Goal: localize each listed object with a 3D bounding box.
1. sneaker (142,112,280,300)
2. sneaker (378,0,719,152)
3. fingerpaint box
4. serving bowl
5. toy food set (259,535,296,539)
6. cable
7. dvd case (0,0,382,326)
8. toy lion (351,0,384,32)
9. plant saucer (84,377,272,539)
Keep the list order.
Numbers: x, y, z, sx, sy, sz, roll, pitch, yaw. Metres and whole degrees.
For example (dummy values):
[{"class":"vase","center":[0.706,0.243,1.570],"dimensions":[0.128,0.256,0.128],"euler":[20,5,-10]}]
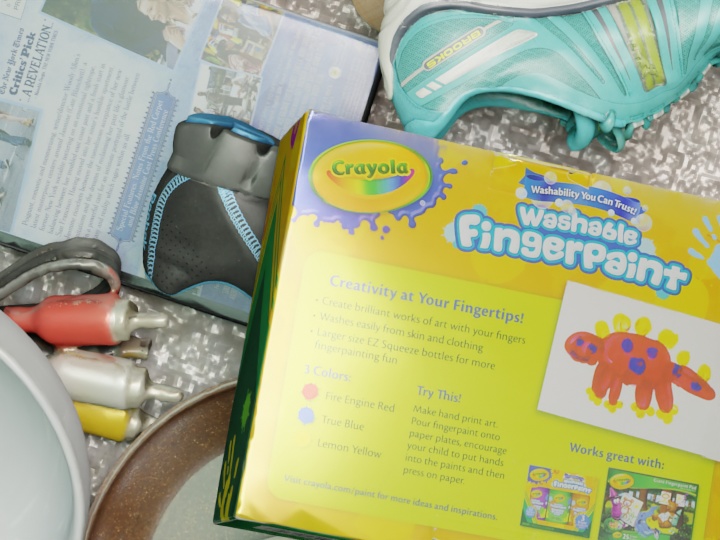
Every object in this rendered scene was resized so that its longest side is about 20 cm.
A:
[{"class":"sneaker","center":[0.000,0.000,1.028],"dimensions":[0.200,0.073,0.082],"euler":[22,97,-9]},{"class":"sneaker","center":[0.107,-0.089,0.974],"dimensions":[0.199,0.078,0.080],"euler":[-4,81,-2]},{"class":"fingerpaint box","center":[0.053,0.039,0.951],"dimensions":[0.199,0.073,0.167],"euler":[11,81,-10]},{"class":"serving bowl","center":[-0.208,0.074,1.026],"dimensions":[0.199,0.066,0.201],"euler":[6,120,10]},{"class":"toy food set","center":[-0.033,0.216,0.992],"dimensions":[0.143,0.060,0.201],"euler":[-15,84,3]},{"class":"cable","center":[-0.179,0.034,1.048],"dimensions":[0.199,0.050,0.097],"euler":[-1,125,0]},{"class":"dvd case","center":[-0.102,-0.066,1.059],"dimensions":[0.199,0.018,0.143],"euler":[18,95,0]},{"class":"toy lion","center":[0.042,-0.204,0.977],"dimensions":[0.192,0.069,0.200],"euler":[-33,112,34]},{"class":"plant saucer","center":[-0.028,0.145,1.045],"dimensions":[0.200,0.037,0.201],"euler":[0,86,6]}]
